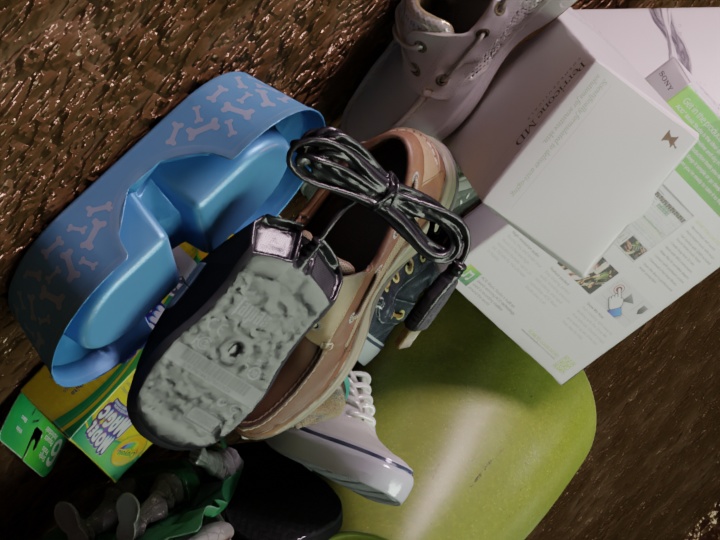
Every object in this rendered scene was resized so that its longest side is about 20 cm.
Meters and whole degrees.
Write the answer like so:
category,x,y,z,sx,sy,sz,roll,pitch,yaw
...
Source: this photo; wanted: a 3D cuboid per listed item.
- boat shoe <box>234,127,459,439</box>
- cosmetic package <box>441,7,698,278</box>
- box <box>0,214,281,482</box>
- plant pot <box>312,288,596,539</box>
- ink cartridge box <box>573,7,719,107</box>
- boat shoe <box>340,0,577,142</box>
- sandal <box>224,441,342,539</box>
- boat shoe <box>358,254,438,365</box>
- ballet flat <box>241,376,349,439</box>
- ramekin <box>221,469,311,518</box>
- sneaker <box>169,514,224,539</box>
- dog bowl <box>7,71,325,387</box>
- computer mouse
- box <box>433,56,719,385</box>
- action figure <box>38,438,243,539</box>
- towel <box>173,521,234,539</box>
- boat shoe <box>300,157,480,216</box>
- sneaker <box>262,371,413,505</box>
category,x,y,z,sx,sy,sz,roll,pitch,yaw
boat shoe,-0.023,0.002,1.576,0.200,0.076,0.072,-58,159,-1
cosmetic package,0.109,-0.090,1.634,0.108,0.085,0.200,-51,-159,9
box,-0.118,0.044,1.616,0.200,0.048,0.117,-45,162,-5
plant pot,0.041,0.142,1.881,0.200,0.187,0.187,-59,177,-48
ink cartridge box,0.206,-0.102,1.844,0.199,0.083,0.147,-1,152,-5
boat shoe,0.048,-0.140,1.601,0.069,0.071,0.200,22,120,-44
sandal,-0.055,0.158,1.810,0.075,0.048,0.200,-6,-167,-9
boat shoe,0.000,0.000,1.781,0.091,0.071,0.200,-49,170,-1
ballet flat,-0.057,0.072,1.701,0.067,0.068,0.200,-34,-176,-12
ramekin,-0.033,0.228,1.989,0.094,0.203,0.202,-43,166,25
sneaker,-0.108,0.201,1.800,0.072,0.073,0.200,-34,-163,8
dog bowl,-0.106,-0.026,1.487,0.200,0.050,0.112,-44,163,-14
computer mouse,-0.034,0.019,1.519,0.140,0.046,0.200,27,105,-32
box,0.162,-0.029,1.783,0.200,0.036,0.144,-36,131,14
action figure,-0.122,0.133,1.735,0.118,0.055,0.200,-7,-172,18
towel,-0.192,0.207,1.669,0.199,0.032,0.191,-22,179,30
boat shoe,0.033,-0.056,1.740,0.074,0.065,0.202,-40,171,35
sneaker,-0.021,0.092,1.789,0.073,0.200,0.071,30,87,-33
